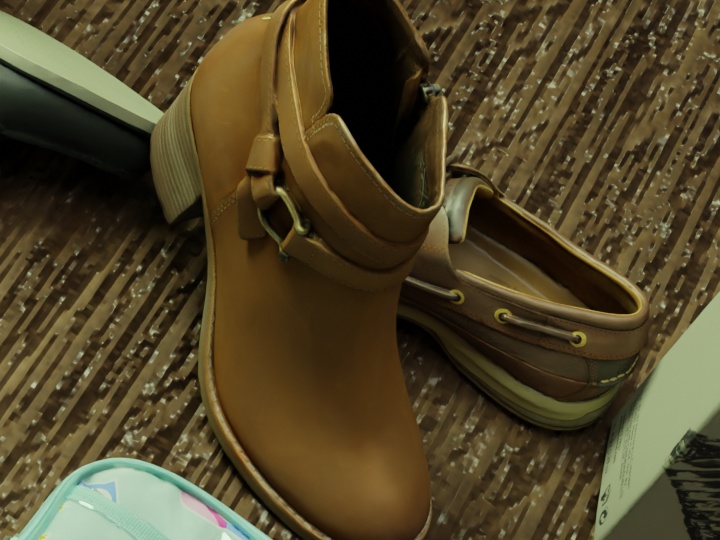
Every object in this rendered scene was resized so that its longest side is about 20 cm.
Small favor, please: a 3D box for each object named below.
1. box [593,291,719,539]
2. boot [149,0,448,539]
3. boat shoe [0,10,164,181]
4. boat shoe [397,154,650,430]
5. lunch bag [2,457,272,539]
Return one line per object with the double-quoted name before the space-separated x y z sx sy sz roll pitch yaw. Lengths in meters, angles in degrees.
"box" 0.165 0.043 1.045 0.082 0.200 0.068 22 49 -9
"boot" 0.000 0.000 1.014 0.077 0.155 0.200 -13 80 -30
"boat shoe" -0.165 -0.076 1.078 0.201 0.063 0.074 22 10 -24
"boat shoe" 0.026 -0.018 1.115 0.200 0.068 0.072 33 49 1
"lunch bag" -0.052 0.158 0.940 0.200 0.077 0.160 34 49 2
